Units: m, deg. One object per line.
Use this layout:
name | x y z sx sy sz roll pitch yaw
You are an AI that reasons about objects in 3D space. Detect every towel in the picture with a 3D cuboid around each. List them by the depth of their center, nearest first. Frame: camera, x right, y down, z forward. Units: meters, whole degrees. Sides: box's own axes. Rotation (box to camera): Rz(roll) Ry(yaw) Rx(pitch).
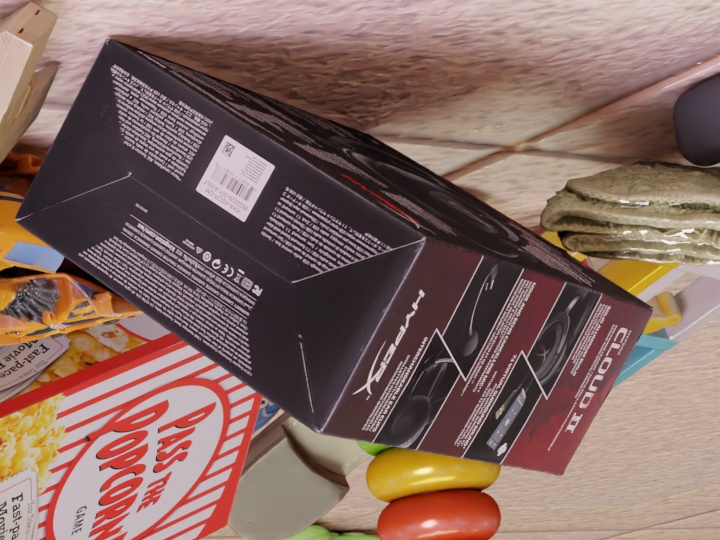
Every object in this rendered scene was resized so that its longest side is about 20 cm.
towel | 0.157 -0.021 1.024 0.148 0.037 0.200 5 -177 15

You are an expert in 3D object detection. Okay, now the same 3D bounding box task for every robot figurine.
robot figurine | -0.156 -0.009 1.003 0.145 0.058 0.200 -14 165 32

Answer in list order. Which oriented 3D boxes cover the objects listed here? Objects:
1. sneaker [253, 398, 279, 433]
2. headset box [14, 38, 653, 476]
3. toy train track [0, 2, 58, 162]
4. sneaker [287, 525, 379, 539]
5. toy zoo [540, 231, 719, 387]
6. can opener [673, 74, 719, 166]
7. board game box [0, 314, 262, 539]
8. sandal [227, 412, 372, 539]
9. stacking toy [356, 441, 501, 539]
sneaker | -0.089 0.041 1.270 0.077 0.076 0.200 -34 161 6
headset box | 0.000 0.000 0.927 0.149 0.077 0.200 33 -172 29
toy train track | -0.153 -0.009 0.876 0.032 0.115 0.200 28 123 0
sneaker | -0.028 0.261 2.181 0.077 0.084 0.200 -12 166 26
toy zoo | 0.105 0.022 1.248 0.131 0.021 0.200 12 139 -44
can opener | 0.193 -0.066 0.944 0.053 0.067 0.200 4 168 -35
board game box | -0.131 0.083 1.139 0.200 0.046 0.152 -24 144 -38
sandal | 0.010 0.053 1.350 0.211 0.070 0.078 -36 123 8
stacking toy | 0.027 0.071 1.130 0.085 0.201 0.085 -6 167 -1
